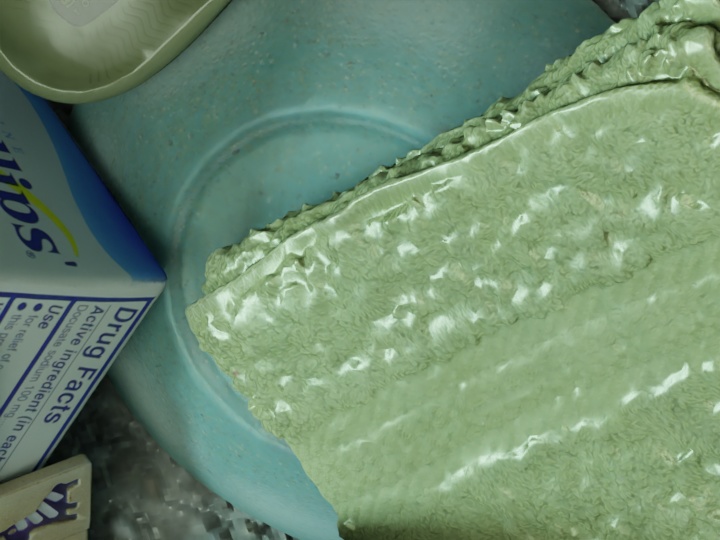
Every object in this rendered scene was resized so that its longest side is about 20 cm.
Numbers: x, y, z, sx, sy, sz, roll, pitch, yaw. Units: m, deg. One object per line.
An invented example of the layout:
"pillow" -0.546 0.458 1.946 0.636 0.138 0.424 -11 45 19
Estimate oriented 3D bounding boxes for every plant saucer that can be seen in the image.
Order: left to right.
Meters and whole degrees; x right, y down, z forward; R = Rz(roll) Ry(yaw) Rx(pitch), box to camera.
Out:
"plant saucer" 0.000 0.000 0.791 0.201 0.039 0.201 7 112 16

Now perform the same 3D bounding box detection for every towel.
"towel" 0.059 0.022 0.724 0.200 0.036 0.149 -29 101 36

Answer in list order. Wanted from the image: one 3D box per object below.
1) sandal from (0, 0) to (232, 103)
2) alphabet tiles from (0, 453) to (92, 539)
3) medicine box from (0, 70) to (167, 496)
"sandal" -0.031 -0.123 0.734 0.080 0.057 0.201 38 104 1
"alphabet tiles" -0.152 0.101 0.788 0.008 0.167 0.200 55 153 32
"medicine box" -0.188 0.030 0.765 0.182 0.200 0.103 -54 55 27
